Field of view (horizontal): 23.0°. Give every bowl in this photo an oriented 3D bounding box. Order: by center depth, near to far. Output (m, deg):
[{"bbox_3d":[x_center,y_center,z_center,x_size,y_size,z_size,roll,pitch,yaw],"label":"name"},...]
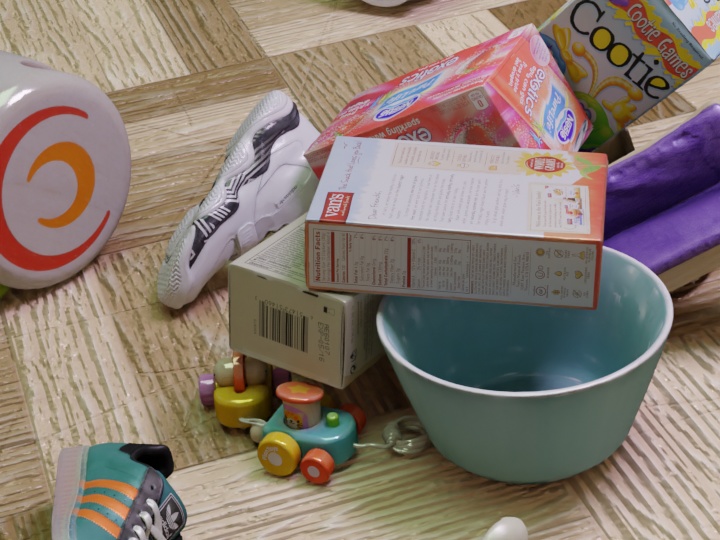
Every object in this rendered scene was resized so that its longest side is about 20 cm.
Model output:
[{"bbox_3d":[0.113,0.070,1.203,0.198,0.106,0.201,-5,31,3],"label":"bowl"}]

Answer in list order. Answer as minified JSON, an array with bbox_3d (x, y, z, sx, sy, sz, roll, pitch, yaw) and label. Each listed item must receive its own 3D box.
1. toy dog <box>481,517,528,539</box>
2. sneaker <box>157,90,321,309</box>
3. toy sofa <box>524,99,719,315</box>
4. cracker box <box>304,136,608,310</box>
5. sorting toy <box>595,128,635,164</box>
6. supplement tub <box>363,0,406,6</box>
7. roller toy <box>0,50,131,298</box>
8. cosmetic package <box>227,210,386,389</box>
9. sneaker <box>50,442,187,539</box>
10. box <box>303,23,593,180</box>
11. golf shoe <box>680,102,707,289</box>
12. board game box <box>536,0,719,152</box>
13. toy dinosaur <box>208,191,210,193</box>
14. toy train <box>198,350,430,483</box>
[{"bbox_3d":[0.129,0.241,0.870,0.199,0.140,0.195,25,73,32],"label":"toy dog"},{"bbox_3d":[-0.078,-0.038,1.444,0.201,0.114,0.075,-60,14,-15],"label":"sneaker"},{"bbox_3d":[0.208,-0.029,1.288,0.199,0.098,0.083,-28,27,17],"label":"toy sofa"},{"bbox_3d":[0.068,-0.035,1.217,0.198,0.058,0.134,5,30,8],"label":"cracker box"},{"bbox_3d":[0.132,-0.054,1.436,0.198,0.037,0.186,-17,29,9],"label":"sorting toy"},{"bbox_3d":[0.064,-0.385,1.948,0.143,0.146,0.200,11,34,28],"label":"supplement tub"},{"bbox_3d":[-0.295,-0.088,1.474,0.139,0.184,0.199,20,40,39],"label":"roller toy"},{"bbox_3d":[0.000,0.000,1.288,0.103,0.074,0.200,18,31,28],"label":"cosmetic package"},{"bbox_3d":[-0.150,0.167,1.123,0.079,0.072,0.201,-13,29,-2],"label":"sneaker"},{"bbox_3d":[0.067,-0.101,1.386,0.199,0.103,0.095,-16,26,43],"label":"box"},{"bbox_3d":[0.260,-0.062,1.412,0.075,0.092,0.200,10,38,25],"label":"golf shoe"},{"bbox_3d":[0.201,-0.176,1.375,0.105,0.103,0.200,-43,3,-39],"label":"board game box"},{"bbox_3d":[-0.038,-0.090,1.553,0.198,0.059,0.101,-8,29,-3],"label":"toy dinosaur"},{"bbox_3d":[-0.036,0.073,1.277,0.149,0.056,0.200,-19,32,-20],"label":"toy train"}]
